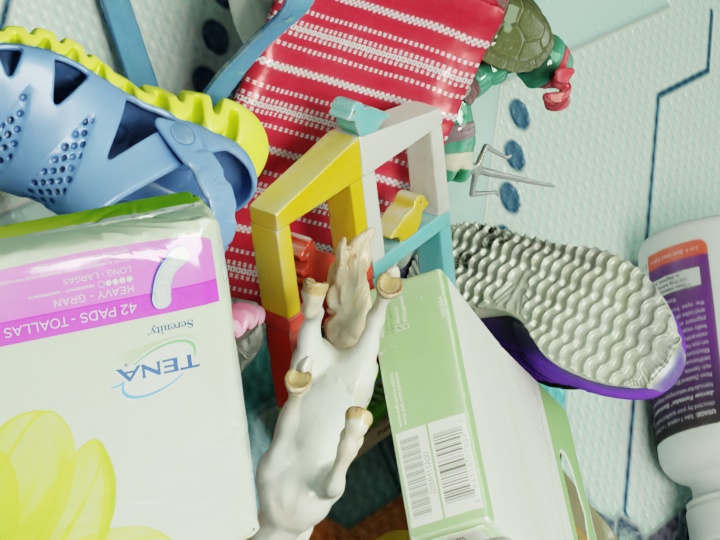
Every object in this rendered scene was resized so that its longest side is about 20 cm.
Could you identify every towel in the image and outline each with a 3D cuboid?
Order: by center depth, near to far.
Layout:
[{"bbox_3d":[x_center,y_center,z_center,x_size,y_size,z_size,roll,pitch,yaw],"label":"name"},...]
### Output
[{"bbox_3d":[-0.011,-0.067,1.285,0.145,0.022,0.200,16,100,-41],"label":"towel"}]

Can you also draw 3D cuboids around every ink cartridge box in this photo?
[{"bbox_3d":[0.071,0.105,1.290,0.200,0.048,0.146,49,26,-56],"label":"ink cartridge box"}]

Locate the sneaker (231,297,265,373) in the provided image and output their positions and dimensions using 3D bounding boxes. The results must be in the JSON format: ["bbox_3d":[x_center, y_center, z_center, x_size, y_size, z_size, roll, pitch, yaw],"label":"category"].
[{"bbox_3d":[-0.110,0.078,1.183,0.200,0.079,0.095,-39,126,-48],"label":"sneaker"}]

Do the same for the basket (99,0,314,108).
[{"bbox_3d":[-0.096,-0.181,1.220,0.139,0.176,0.200,-16,73,-36],"label":"basket"}]

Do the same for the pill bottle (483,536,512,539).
[{"bbox_3d":[-0.011,0.199,1.131,0.200,0.114,0.114,-13,84,-10],"label":"pill bottle"}]

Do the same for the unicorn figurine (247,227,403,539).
[{"bbox_3d":[-0.030,0.082,1.180,0.074,0.137,0.200,31,49,10],"label":"unicorn figurine"}]

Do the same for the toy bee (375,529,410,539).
[{"bbox_3d":[0.022,0.194,1.244,0.200,0.109,0.131,19,61,-43],"label":"toy bee"}]

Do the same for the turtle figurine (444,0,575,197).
[{"bbox_3d":[0.053,-0.139,1.425,0.200,0.101,0.150,29,39,-25],"label":"turtle figurine"}]

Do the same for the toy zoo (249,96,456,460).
[{"bbox_3d":[0.000,0.000,1.275,0.131,0.020,0.200,-35,131,-38],"label":"toy zoo"}]

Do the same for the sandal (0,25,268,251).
[{"bbox_3d":[-0.130,-0.054,1.158,0.200,0.079,0.087,12,44,-24],"label":"sandal"}]

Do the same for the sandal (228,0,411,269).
[{"bbox_3d":[-0.028,-0.084,1.348,0.203,0.050,0.082,61,24,-30],"label":"sandal"}]

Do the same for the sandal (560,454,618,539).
[{"bbox_3d":[0.097,0.123,1.400,0.200,0.054,0.080,41,48,-31],"label":"sandal"}]

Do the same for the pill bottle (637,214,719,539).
[{"bbox_3d":[0.238,0.074,1.537,0.111,0.111,0.200,15,64,-45],"label":"pill bottle"}]

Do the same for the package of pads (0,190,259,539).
[{"bbox_3d":[-0.148,0.061,1.038,0.200,0.068,0.155,-12,107,-17],"label":"package of pads"}]

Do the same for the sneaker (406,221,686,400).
[{"bbox_3d":[0.122,0.034,1.369,0.070,0.200,0.100,-54,130,-9],"label":"sneaker"}]
